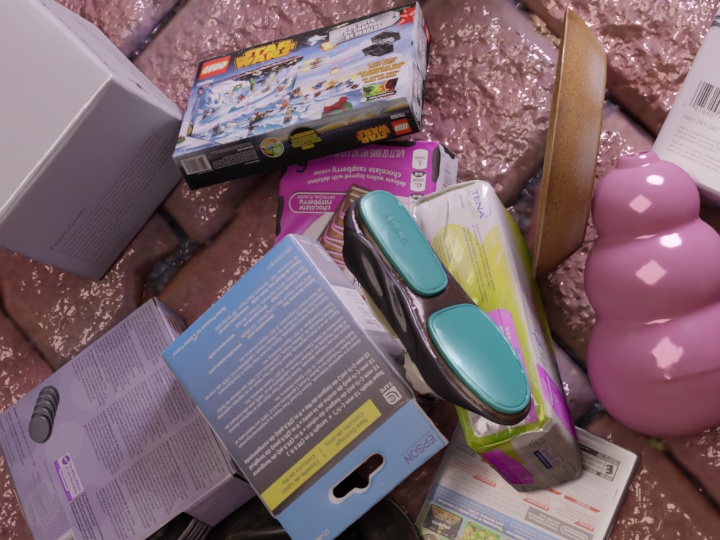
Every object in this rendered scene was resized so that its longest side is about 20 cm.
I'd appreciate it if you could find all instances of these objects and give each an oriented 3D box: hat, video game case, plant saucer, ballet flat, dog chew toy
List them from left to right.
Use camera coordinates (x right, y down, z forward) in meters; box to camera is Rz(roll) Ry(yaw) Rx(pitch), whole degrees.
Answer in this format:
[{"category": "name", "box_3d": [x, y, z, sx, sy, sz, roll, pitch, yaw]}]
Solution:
[{"category": "hat", "box_3d": [-0.055, 0.235, 1.385, 0.199, 0.081, 0.203, -7, 74, 26]}, {"category": "ballet flat", "box_3d": [0.047, 0.036, 1.233, 0.073, 0.073, 0.201, -38, 67, 9]}, {"category": "video game case", "box_3d": [0.112, 0.206, 1.375, 0.142, 0.018, 0.202, 22, 88, 21]}, {"category": "plant saucer", "box_3d": [0.155, -0.092, 1.323, 0.035, 0.200, 0.202, 7, 82, 4]}, {"category": "dog chew toy", "box_3d": [0.216, 0.014, 1.296, 0.123, 0.124, 0.202, -9, 99, 18]}]

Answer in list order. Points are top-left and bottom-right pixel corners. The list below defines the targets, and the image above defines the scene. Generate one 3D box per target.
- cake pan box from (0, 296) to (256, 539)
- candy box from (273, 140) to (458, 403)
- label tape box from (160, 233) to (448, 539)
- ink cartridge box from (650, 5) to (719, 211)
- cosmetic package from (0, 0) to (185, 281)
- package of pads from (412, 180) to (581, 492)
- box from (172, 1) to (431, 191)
[{"category": "cake pan box", "box_3d": [-0.191, 0.151, 1.449, 0.184, 0.052, 0.201, -39, 54, 11]}, {"category": "candy box", "box_3d": [0.000, 0.000, 1.427, 0.135, 0.061, 0.202, 1, 82, 20]}, {"category": "label tape box", "box_3d": [-0.037, 0.095, 1.361, 0.143, 0.066, 0.201, -41, 74, 12]}, {"category": "ink cartridge box", "box_3d": [0.322, -0.133, 1.324, 0.145, 0.084, 0.201, 26, 90, 21]}, {"category": "cosmetic package", "box_3d": [-0.260, -0.117, 1.466, 0.167, 0.200, 0.167, 42, 95, 20]}, {"category": "package of pads", "box_3d": [0.101, 0.049, 1.320, 0.068, 0.155, 0.202, -17, 68, 11]}, {"category": "box", "box_3d": [-0.045, -0.140, 1.440, 0.198, 0.040, 0.138, -13, 38, 17]}]
